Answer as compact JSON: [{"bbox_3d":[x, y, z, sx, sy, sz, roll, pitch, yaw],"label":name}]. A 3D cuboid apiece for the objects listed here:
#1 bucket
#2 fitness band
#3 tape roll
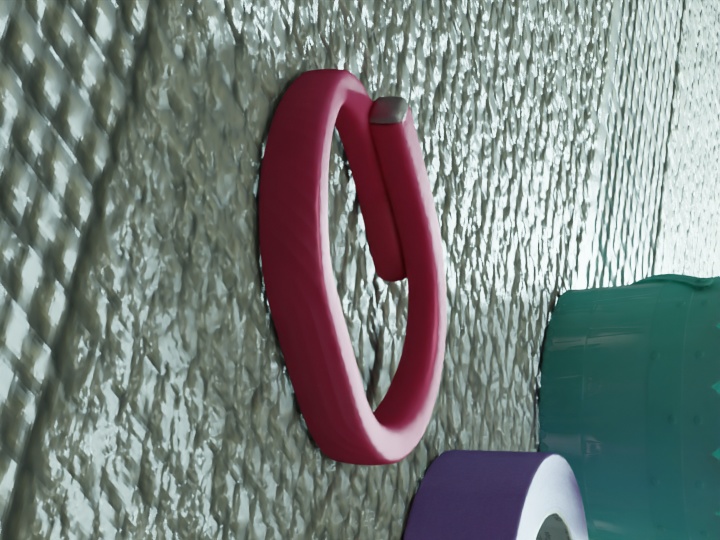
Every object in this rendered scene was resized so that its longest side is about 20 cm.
[{"bbox_3d":[0.210,0.101,1.411,0.207,0.134,0.208,1,90,-70],"label":"bucket"},{"bbox_3d":[0.000,0.000,0.962,0.144,0.037,0.201,-67,149,-47],"label":"fitness band"},{"bbox_3d":[0.079,0.203,1.144,0.200,0.065,0.201,1,90,-70],"label":"tape roll"}]
